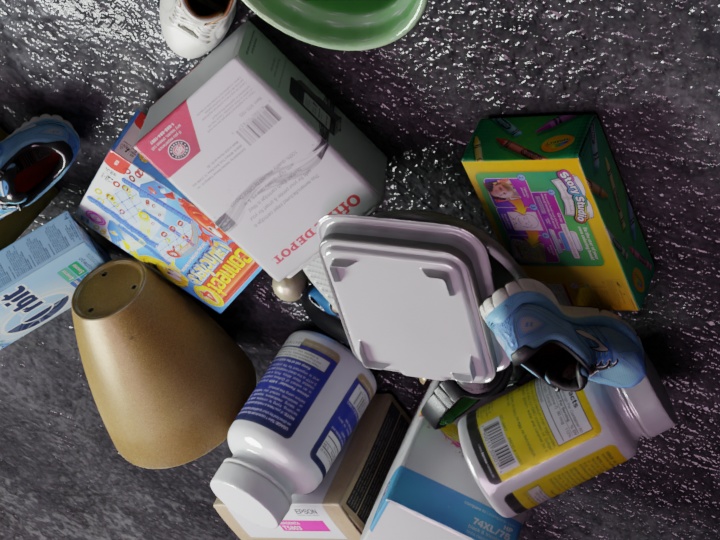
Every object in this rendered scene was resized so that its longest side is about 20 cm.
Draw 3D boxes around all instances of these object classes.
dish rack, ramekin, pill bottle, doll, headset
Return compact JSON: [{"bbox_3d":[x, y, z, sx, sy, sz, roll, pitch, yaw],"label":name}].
[{"bbox_3d":[0.046,0.036,1.548,0.170,0.044,0.201,6,139,23],"label":"dish rack"},{"bbox_3d":[-0.020,-0.286,1.330,0.198,0.098,0.201,17,143,14],"label":"ramekin"},{"bbox_3d":[-0.078,0.179,1.836,0.119,0.201,0.120,27,155,14],"label":"pill bottle"},{"bbox_3d":[0.208,0.156,1.650,0.199,0.115,0.115,-28,123,14],"label":"pill bottle"},{"bbox_3d":[-0.008,0.057,1.783,0.199,0.049,0.137,29,166,1],"label":"doll"},{"bbox_3d":[0.146,0.100,1.676,0.094,0.123,0.200,48,121,14],"label":"headset"}]

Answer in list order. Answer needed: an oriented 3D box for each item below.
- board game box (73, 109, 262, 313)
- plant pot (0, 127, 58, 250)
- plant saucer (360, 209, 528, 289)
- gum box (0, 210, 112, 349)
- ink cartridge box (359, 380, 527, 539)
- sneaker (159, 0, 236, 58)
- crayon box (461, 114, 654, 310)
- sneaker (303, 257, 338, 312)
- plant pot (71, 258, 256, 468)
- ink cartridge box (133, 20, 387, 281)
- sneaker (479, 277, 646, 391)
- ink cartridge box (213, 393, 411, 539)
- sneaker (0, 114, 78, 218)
[{"bbox_3d":[-0.189,-0.057,1.731,0.195,0.056,0.200,34,153,-7],"label":"board game box"},{"bbox_3d":[-0.497,-0.068,1.824,0.193,0.201,0.196,-12,130,41],"label":"plant pot"},{"bbox_3d":[0.079,0.000,1.570,0.198,0.050,0.201,17,145,12],"label":"plant saucer"},{"bbox_3d":[-0.378,0.023,1.825,0.045,0.199,0.170,59,177,14],"label":"gum box"},{"bbox_3d":[0.107,0.228,1.790,0.145,0.201,0.147,25,145,1],"label":"ink cartridge box"},{"bbox_3d":[-0.149,-0.243,1.482,0.072,0.085,0.200,29,146,-5],"label":"sneaker"},{"bbox_3d":[0.185,-0.050,1.519,0.118,0.059,0.201,1,136,32],"label":"crayon box"},{"bbox_3d":[0.000,0.000,1.697,0.201,0.079,0.078,54,153,7],"label":"sneaker"},{"bbox_3d":[-0.239,0.087,1.854,0.185,0.187,0.201,3,137,31],"label":"plant pot"},{"bbox_3d":[-0.091,-0.110,1.565,0.145,0.084,0.200,-37,113,25],"label":"ink cartridge box"},{"bbox_3d":[0.191,0.082,1.516,0.199,0.091,0.078,20,132,-37],"label":"sneaker"},{"bbox_3d":[-0.053,0.230,1.928,0.199,0.165,0.075,-6,133,37],"label":"ink cartridge box"},{"bbox_3d":[-0.382,-0.091,1.711,0.079,0.199,0.090,56,177,-23],"label":"sneaker"}]
